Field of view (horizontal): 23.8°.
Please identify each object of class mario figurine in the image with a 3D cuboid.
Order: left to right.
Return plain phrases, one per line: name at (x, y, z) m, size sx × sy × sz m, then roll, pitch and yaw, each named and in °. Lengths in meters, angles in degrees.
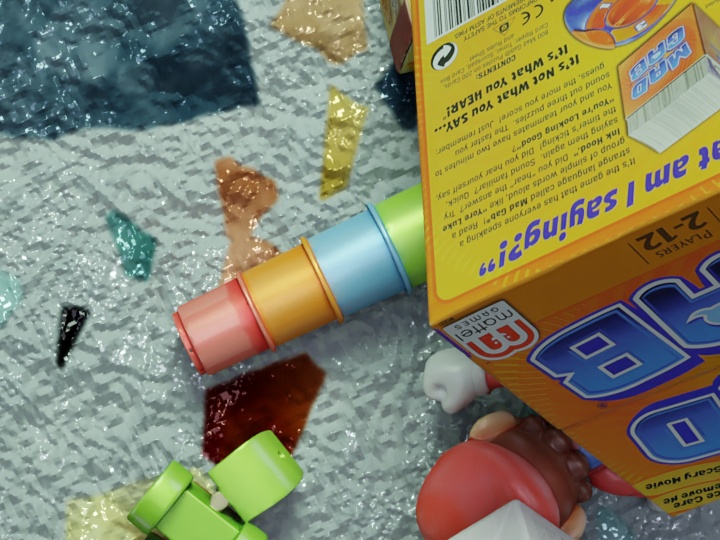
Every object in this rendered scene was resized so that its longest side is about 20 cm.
mario figurine at (0.110, 0.081, 0.904) m, size 0.200 × 0.106 × 0.123 m, roll -35°, pitch 53°, yaw -14°

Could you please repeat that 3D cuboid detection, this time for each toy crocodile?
toy crocodile at (-0.107, 0.164, 0.888) m, size 0.067 × 0.062 × 0.200 m, roll 38°, pitch 90°, yaw -1°

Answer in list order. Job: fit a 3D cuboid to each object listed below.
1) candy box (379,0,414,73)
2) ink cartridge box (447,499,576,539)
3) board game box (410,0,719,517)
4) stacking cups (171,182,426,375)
candy box at (0.113, -0.157, 0.883) m, size 0.200 × 0.115 × 0.055 m, roll -13°, pitch 87°, yaw -4°
ink cartridge box at (0.121, 0.209, 0.836) m, size 0.067 × 0.117 × 0.200 m, roll -36°, pitch 130°, yaw 20°
board game box at (0.162, -0.046, 0.755) m, size 0.200 × 0.200 × 0.200 m, roll -26°, pitch 45°, yaw 28°
stacking cups at (0.000, 0.000, 0.903) m, size 0.200 × 0.061 × 0.061 m, roll -28°, pitch 89°, yaw 0°
